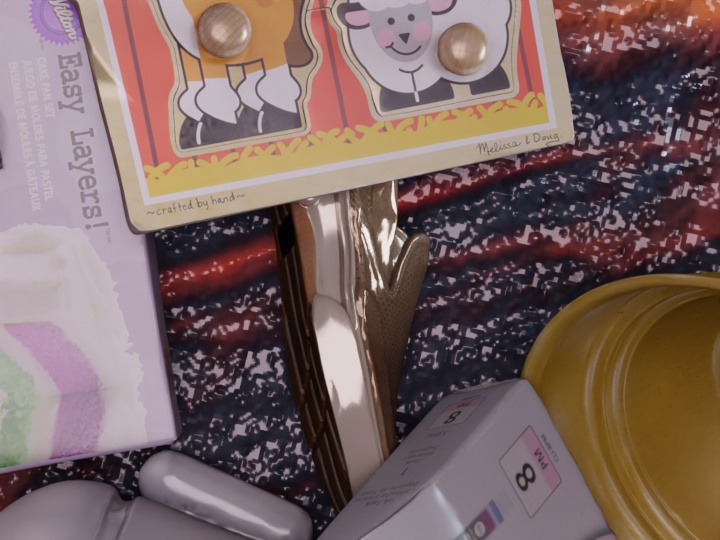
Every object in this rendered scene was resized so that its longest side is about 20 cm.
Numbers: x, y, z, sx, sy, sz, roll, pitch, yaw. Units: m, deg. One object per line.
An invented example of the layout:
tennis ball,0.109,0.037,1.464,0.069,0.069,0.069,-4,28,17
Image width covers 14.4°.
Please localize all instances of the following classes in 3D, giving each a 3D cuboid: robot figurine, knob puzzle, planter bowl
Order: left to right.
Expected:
robot figurine,-0.074,0.149,1.080,0.199,0.113,0.170,20,55,-2
knob puzzle,-0.019,-0.130,1.060,0.218,0.030,0.221,1,86,-12
planter bowl,0.164,0.067,1.079,0.201,0.200,0.083,48,49,-1

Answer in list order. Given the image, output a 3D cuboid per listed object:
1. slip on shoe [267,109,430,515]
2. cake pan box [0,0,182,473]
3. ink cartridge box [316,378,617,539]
slip on shoe,0.000,0.000,1.106,0.060,0.076,0.201,-11,85,-13
cake pan box,-0.173,-0.016,1.109,0.183,0.052,0.202,-8,91,-4
ink cartridge box,0.037,0.160,1.041,0.057,0.200,0.163,-17,110,38
